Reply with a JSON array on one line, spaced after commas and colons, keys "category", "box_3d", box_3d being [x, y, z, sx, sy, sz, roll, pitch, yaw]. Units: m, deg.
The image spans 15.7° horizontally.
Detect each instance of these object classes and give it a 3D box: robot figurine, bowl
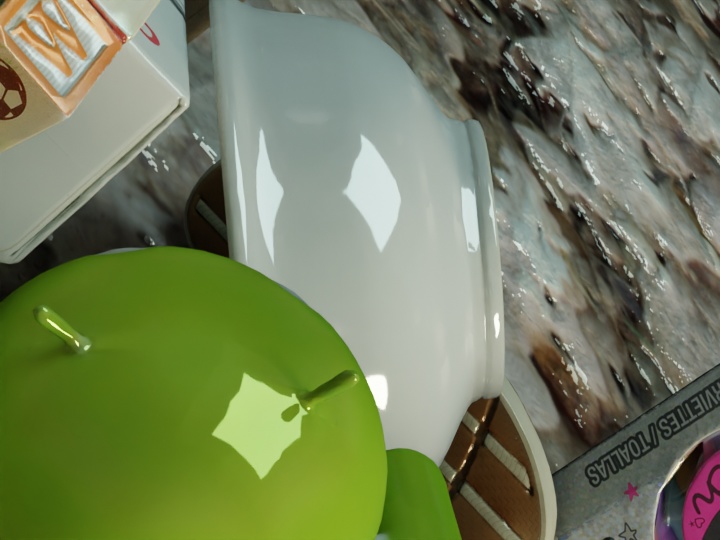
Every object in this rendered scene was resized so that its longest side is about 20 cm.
[{"category": "robot figurine", "box_3d": [-0.060, 0.074, 0.684, 0.175, 0.200, 0.116, 11, 53, -9]}, {"category": "bowl", "box_3d": [0.000, 0.000, 0.892, 0.201, 0.090, 0.202, 176, -90, -88]}]

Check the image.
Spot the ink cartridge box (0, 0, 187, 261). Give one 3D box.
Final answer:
[{"category": "ink cartridge box", "box_3d": [-0.134, -0.112, 0.861, 0.145, 0.084, 0.200, 45, 13, -21]}]

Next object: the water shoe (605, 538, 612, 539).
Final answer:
[{"category": "water shoe", "box_3d": [0.075, 0.126, 0.895, 0.200, 0.079, 0.071, 29, 1, 39]}]

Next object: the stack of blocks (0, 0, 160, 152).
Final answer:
[{"category": "stack of blocks", "box_3d": [-0.083, -0.102, 0.686, 0.059, 0.115, 0.200, 49, 45, -18]}]

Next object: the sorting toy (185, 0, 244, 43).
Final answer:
[{"category": "sorting toy", "box_3d": [-0.083, -0.188, 0.971, 0.185, 0.200, 0.036, 49, 34, -11]}]

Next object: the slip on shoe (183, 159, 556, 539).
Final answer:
[{"category": "slip on shoe", "box_3d": [0.008, 0.038, 1.007, 0.200, 0.076, 0.061, 49, 10, 13]}]

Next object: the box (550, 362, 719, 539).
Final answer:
[{"category": "box", "box_3d": [0.149, 0.103, 1.018, 0.115, 0.200, 0.132, 58, 25, 10]}]
